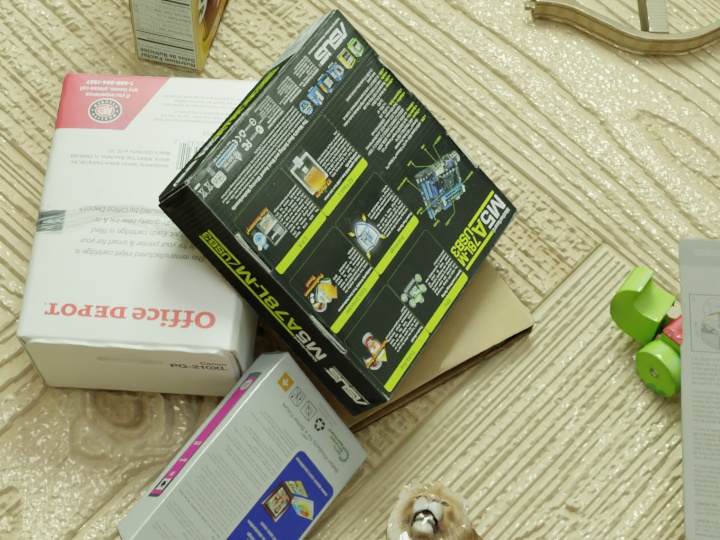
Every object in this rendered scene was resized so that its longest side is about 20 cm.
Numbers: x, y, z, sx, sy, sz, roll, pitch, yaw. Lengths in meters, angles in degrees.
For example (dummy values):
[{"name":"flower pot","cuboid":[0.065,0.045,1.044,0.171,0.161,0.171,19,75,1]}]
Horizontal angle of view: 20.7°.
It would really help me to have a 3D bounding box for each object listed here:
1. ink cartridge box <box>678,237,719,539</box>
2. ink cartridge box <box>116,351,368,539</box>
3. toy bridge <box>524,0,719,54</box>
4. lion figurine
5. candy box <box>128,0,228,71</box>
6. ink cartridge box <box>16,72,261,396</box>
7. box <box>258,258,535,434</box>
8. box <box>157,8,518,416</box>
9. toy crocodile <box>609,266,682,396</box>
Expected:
[{"name":"ink cartridge box","cuboid":[0.283,0.079,1.234,0.161,0.057,0.202,3,98,31]},{"name":"ink cartridge box","cuboid":[-0.084,0.154,1.234,0.095,0.037,0.200,52,58,-22]},{"name":"toy bridge","cuboid":[0.223,-0.198,1.503,0.198,0.027,0.068,1,61,-5]},{"name":"lion figurine","cuboid":[0.100,0.217,1.234,0.199,0.073,0.123,26,46,-7]},{"name":"candy box","cuboid":[-0.126,-0.250,1.397,0.056,0.201,0.118,13,60,6]},{"name":"ink cartridge box","cuboid":[-0.137,-0.023,1.315,0.143,0.085,0.202,3,64,6]},{"name":"box","cuboid":[0.000,0.000,1.368,0.163,0.021,0.201,-28,65,-20]},{"name":"box","cuboid":[-0.010,-0.041,1.293,0.193,0.047,0.200,48,51,-15]},{"name":"toy crocodile","cuboid":[0.249,0.076,1.326,0.067,0.062,0.200,-35,69,-23]}]
